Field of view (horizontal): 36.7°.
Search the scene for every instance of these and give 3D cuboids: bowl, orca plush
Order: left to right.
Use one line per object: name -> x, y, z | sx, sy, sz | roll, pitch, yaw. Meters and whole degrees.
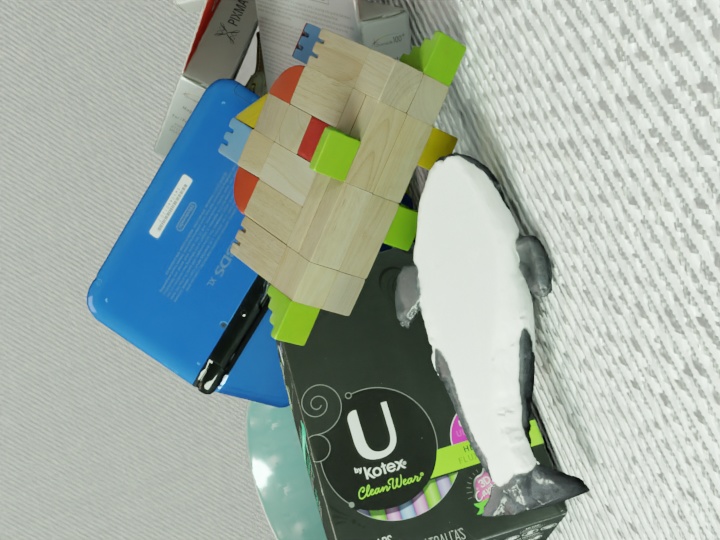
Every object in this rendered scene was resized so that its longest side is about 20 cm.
bowl -> -0.018, 0.185, 1.004 | 0.200, 0.103, 0.205 | 34, 132, 49
orca plush -> 0.088, 0.033, 0.627 | 0.105, 0.070, 0.203 | -37, 66, 32

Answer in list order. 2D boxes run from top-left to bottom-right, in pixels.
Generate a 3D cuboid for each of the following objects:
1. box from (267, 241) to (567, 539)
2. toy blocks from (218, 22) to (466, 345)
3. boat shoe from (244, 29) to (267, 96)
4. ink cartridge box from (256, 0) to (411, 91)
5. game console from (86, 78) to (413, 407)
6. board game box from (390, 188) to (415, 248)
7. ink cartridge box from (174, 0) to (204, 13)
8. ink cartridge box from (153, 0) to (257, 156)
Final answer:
box -> 0.031, 0.102, 0.733 | 0.125, 0.146, 0.203 | 90, 164, -64
toy blocks -> -0.033, -0.072, 0.689 | 0.136, 0.099, 0.203 | 32, 102, 45
boat shoe -> -0.090, -0.140, 0.995 | 0.074, 0.065, 0.203 | 72, -169, -60
ink cartridge box -> -0.027, -0.198, 0.812 | 0.200, 0.043, 0.177 | 35, 136, 57
game console -> -0.079, -0.014, 0.825 | 0.169, 0.202, 0.118 | 33, -175, 3
board game box -> 0.000, 0.000, 0.923 | 0.048, 0.100, 0.204 | -38, -60, -61
ink cartridge box -> -0.131, -0.372, 1.064 | 0.083, 0.144, 0.204 | -107, 4, -83
ink cartridge box -> -0.112, -0.216, 0.942 | 0.202, 0.043, 0.174 | -76, 13, -45
